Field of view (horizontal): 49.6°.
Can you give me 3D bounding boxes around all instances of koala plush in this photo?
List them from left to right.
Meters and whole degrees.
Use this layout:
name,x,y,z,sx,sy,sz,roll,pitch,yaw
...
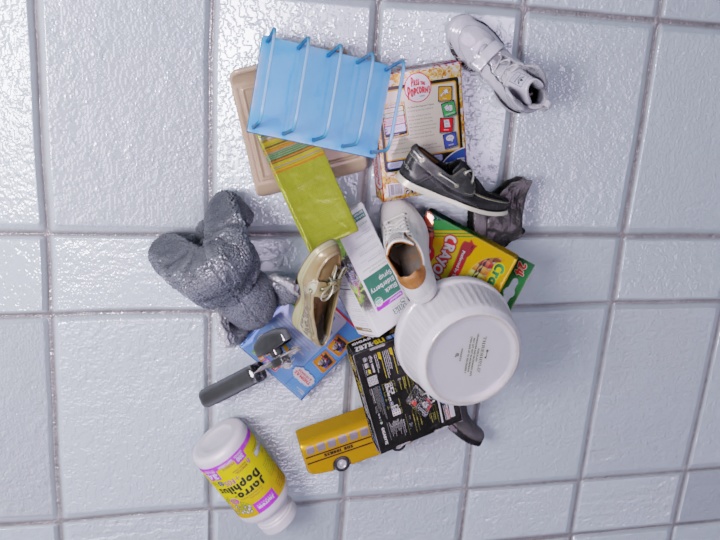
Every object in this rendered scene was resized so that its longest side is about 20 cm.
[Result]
name,x,y,z,sx,sy,sz,roll,pitch,yaw
koala plush,-0.196,0.020,1.196,0.176,0.184,0.201,-36,126,-3

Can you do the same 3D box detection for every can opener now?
name,x,y,z,sx,sy,sz,roll,pitch,yaw
can opener,-0.181,0.160,1.274,0.199,0.053,0.067,-33,81,18

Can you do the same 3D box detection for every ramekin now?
name,x,y,z,sx,sy,sz,roll,pitch,yaw
ramekin,0.159,0.118,1.221,0.199,0.094,0.205,-5,113,-12

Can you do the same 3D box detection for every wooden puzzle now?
name,x,y,z,sx,sy,sz,roll,pitch,yaw
wooden puzzle,-0.094,-0.230,1.206,0.182,0.037,0.203,-15,115,-10

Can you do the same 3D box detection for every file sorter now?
name,x,y,z,sx,sy,sz,roll,pitch,yaw
file sorter,-0.048,-0.249,1.106,0.197,0.123,0.141,10,94,-14

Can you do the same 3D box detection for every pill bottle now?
name,x,y,z,sx,sy,sz,roll,pitch,yaw
pill bottle,-0.191,0.356,1.332,0.104,0.104,0.201,-34,113,-2

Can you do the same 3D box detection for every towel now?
name,x,y,z,sx,sy,sz,roll,pitch,yaw
towel,-0.080,-0.135,1.171,0.085,0.018,0.202,-24,90,-5

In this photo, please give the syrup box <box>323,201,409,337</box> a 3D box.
name,x,y,z,sx,sy,sz,roll,pitch,yaw
syrup box,0.000,0.000,1.252,0.078,0.081,0.202,-32,104,-24

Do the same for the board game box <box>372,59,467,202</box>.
name,x,y,z,sx,sy,sz,roll,pitch,yaw
board game box,0.091,-0.222,1.246,0.149,0.046,0.203,-10,110,-11

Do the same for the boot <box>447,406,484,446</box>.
name,x,y,z,sx,sy,sz,roll,pitch,yaw
boot,0.185,0.221,1.407,0.200,0.070,0.132,40,90,-26

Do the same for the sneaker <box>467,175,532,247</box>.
name,x,y,z,sx,sy,sz,roll,pitch,yaw
sneaker,0.236,-0.056,1.330,0.103,0.060,0.203,-4,105,-8

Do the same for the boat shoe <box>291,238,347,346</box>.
name,x,y,z,sx,sy,sz,roll,pitch,yaw
boat shoe,-0.056,0.035,1.199,0.073,0.063,0.201,-28,150,-31

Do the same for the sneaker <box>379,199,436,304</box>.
name,x,y,z,sx,sy,sz,roll,pitch,yaw
sneaker,0.068,-0.051,1.213,0.072,0.202,0.085,-26,142,10

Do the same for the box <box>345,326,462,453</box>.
name,x,y,z,sx,sy,sz,roll,pitch,yaw
box,0.076,0.189,1.305,0.158,0.049,0.202,-21,114,-11

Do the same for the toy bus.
name,x,y,z,sx,sy,sz,roll,pitch,yaw
toy bus,-0.009,0.293,1.380,0.197,0.065,0.079,-18,110,-8

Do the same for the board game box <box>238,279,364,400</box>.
name,x,y,z,sx,sy,sz,roll,pitch,yaw
board game box,-0.084,0.098,1.311,0.200,0.037,0.151,-45,112,2

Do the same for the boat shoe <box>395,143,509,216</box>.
name,x,y,z,sx,sy,sz,roll,pitch,yaw
boat shoe,0.156,-0.138,1.227,0.198,0.072,0.068,19,109,-18

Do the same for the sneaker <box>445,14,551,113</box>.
name,x,y,z,sx,sy,sz,roll,pitch,yaw
sneaker,0.220,-0.318,1.210,0.200,0.115,0.075,42,94,-22

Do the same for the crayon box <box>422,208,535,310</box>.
name,x,y,z,sx,sy,sz,roll,pitch,yaw
crayon box,0.172,0.000,1.286,0.198,0.051,0.128,28,105,7
